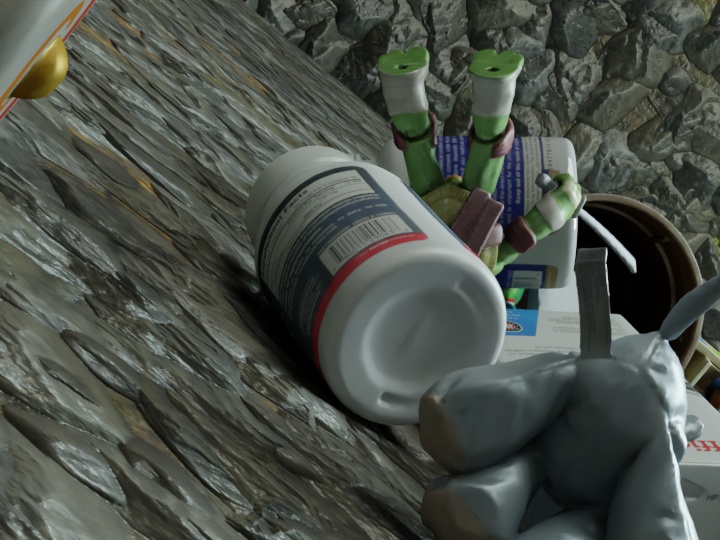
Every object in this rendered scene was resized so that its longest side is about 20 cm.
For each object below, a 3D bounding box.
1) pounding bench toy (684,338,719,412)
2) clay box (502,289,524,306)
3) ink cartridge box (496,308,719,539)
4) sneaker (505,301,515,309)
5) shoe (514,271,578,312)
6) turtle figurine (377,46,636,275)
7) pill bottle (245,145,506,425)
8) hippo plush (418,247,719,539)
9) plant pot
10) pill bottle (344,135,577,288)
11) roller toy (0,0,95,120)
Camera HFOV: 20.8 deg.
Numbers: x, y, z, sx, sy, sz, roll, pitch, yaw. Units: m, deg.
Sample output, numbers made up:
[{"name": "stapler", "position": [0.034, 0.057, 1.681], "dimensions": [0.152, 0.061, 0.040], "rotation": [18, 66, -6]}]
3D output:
[{"name": "pounding bench toy", "position": [0.311, 0.122, 1.983], "dimensions": [0.156, 0.124, 0.200], "rotation": [40, 8, 1]}, {"name": "clay box", "position": [0.038, -0.018, 1.665], "dimensions": [0.199, 0.048, 0.115], "rotation": [23, 3, 15]}, {"name": "ink cartridge box", "position": [0.146, 0.106, 1.268], "dimensions": [0.145, 0.085, 0.200], "rotation": [5, 26, -26]}, {"name": "sneaker", "position": [0.048, 0.023, 1.481], "dimensions": [0.200, 0.080, 0.078], "rotation": [29, 12, -50]}, {"name": "shoe", "position": [0.134, 0.087, 1.566], "dimensions": [0.071, 0.091, 0.201], "rotation": [28, 39, -10]}, {"name": "turtle figurine", "position": [0.076, -0.065, 1.377], "dimensions": [0.199, 0.195, 0.144], "rotation": [-25, 33, -34]}, {"name": "pill bottle", "position": [0.000, 0.000, 1.236], "dimensions": [0.119, 0.120, 0.200], "rotation": [34, 9, -32]}, {"name": "hippo plush", "position": [0.111, 0.094, 1.069], "dimensions": [0.158, 0.201, 0.161], "rotation": [7, -5, 5]}, {"name": "plant pot", "position": [0.193, 0.021, 1.817], "dimensions": [0.200, 0.201, 0.198], "rotation": [37, 1, -10]}, {"name": "pill bottle", "position": [0.067, -0.046, 1.543], "dimensions": [0.199, 0.121, 0.120], "rotation": [1, 9, 0]}, {"name": "roller toy", "position": [-0.184, -0.124, 0.837], "dimensions": [0.140, 0.183, 0.200], "rotation": [39, 7, -7]}]
